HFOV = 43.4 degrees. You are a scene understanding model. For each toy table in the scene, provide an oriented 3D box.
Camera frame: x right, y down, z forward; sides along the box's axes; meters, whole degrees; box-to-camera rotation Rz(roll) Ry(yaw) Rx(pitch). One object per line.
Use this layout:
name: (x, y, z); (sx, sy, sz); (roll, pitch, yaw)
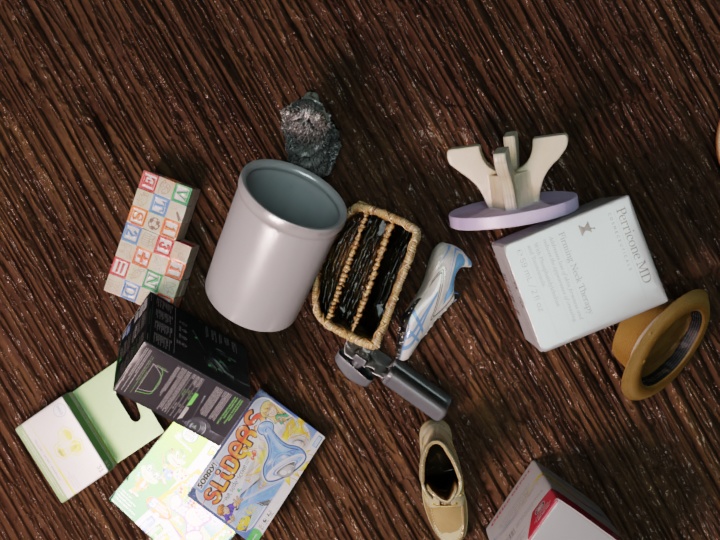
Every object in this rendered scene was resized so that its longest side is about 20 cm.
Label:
toy table: (0.225, -0.137, 1.371); (0.195, 0.184, 0.120); (-9, 105, 7)

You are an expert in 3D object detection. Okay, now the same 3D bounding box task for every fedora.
fedora: (0.451, 0.101, 1.392); (0.082, 0.200, 0.202); (39, 95, 40)

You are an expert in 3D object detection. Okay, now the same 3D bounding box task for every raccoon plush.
raccoon plush: (-0.074, -0.172, 1.396); (0.095, 0.134, 0.205); (-10, 92, 2)

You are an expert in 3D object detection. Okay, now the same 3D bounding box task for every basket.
basket: (0.000, 0.000, 1.395); (0.140, 0.149, 0.204); (22, 95, 1)

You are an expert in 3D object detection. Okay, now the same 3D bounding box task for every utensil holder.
utensil holder: (-0.133, -0.034, 1.359); (0.168, 0.170, 0.202); (28, 120, 1)

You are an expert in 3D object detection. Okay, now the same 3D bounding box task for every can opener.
can opener: (0.050, 0.179, 1.459); (0.198, 0.054, 0.067); (35, 126, 0)

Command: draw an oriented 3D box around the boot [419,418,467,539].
boot: (0.130, 0.344, 1.401); (0.071, 0.155, 0.205); (-7, 93, 3)

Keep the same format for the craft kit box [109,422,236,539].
craft kit box: (-0.274, 0.363, 1.481); (0.199, 0.049, 0.198); (41, 91, 0)

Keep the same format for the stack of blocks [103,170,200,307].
stack of blocks: (-0.321, -0.045, 1.453); (0.113, 0.059, 0.204); (19, 94, 2)

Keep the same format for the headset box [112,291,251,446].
headset box: (-0.262, 0.150, 1.375); (0.198, 0.175, 0.093); (32, 104, -22)

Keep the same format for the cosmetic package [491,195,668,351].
cosmetic package: (0.323, 0.001, 1.369); (0.196, 0.166, 0.170); (-22, 92, 3)

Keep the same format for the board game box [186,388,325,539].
board game box: (-0.165, 0.311, 1.441); (0.134, 0.034, 0.202); (35, 74, -2)

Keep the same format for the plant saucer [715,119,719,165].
plant saucer: (0.649, -0.201, 1.407); (0.195, 0.037, 0.205); (0, 93, 4)

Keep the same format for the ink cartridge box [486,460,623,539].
ink cartridge box: (0.295, 0.411, 1.376); (0.143, 0.200, 0.147); (34, 95, -2)

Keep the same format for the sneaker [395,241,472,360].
sneaker: (0.112, 0.056, 1.433); (0.071, 0.072, 0.203); (25, 97, -6)

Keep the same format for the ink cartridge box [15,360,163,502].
ink cartridge box: (-0.442, 0.262, 1.477); (0.198, 0.048, 0.147); (-33, 90, 10)
